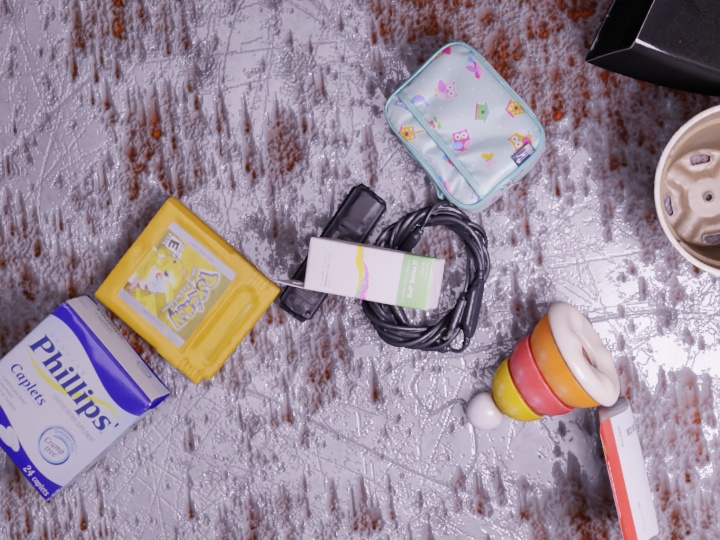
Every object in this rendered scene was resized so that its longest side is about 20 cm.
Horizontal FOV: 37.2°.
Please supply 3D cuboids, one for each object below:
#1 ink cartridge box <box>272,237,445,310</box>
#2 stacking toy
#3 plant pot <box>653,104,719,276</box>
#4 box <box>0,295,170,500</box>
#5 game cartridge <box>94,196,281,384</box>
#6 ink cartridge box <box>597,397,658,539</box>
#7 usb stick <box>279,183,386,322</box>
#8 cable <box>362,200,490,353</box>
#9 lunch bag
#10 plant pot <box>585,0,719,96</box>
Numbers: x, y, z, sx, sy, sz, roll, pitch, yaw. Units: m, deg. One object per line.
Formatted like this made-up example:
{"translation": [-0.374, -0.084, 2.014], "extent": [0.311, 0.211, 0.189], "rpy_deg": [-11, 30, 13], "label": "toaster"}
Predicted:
{"translation": [0.000, 0.000, 1.356], "extent": [0.197, 0.117, 0.068], "rpy_deg": [10, 92, 11], "label": "ink cartridge box"}
{"translation": [0.221, 0.146, 1.388], "extent": [0.199, 0.146, 0.147], "rpy_deg": [-34, 87, 25], "label": "stacking toy"}
{"translation": [0.445, -0.094, 1.311], "extent": [0.198, 0.183, 0.203], "rpy_deg": [0, 92, 6], "label": "plant pot"}
{"translation": [-0.395, 0.168, 1.443], "extent": [0.200, 0.105, 0.184], "rpy_deg": [-42, 87, 5], "label": "box"}
{"translation": [-0.236, 0.030, 1.461], "extent": [0.199, 0.032, 0.177], "rpy_deg": [39, 95, 5], "label": "game cartridge"}
{"translation": [0.332, 0.255, 1.321], "extent": [0.056, 0.200, 0.165], "rpy_deg": [-13, 90, 8], "label": "ink cartridge box"}
{"translation": [-0.037, -0.023, 1.439], "extent": [0.055, 0.033, 0.201], "rpy_deg": [34, 94, -2], "label": "usb stick"}
{"translation": [0.088, 0.005, 1.424], "extent": [0.161, 0.051, 0.203], "rpy_deg": [10, 90, 13], "label": "cable"}
{"translation": [0.135, -0.180, 1.389], "extent": [0.160, 0.077, 0.201], "rpy_deg": [-40, 81, 3], "label": "lunch bag"}
{"translation": [0.420, -0.318, 1.315], "extent": [0.176, 0.200, 0.202], "rpy_deg": [25, 93, -7], "label": "plant pot"}
